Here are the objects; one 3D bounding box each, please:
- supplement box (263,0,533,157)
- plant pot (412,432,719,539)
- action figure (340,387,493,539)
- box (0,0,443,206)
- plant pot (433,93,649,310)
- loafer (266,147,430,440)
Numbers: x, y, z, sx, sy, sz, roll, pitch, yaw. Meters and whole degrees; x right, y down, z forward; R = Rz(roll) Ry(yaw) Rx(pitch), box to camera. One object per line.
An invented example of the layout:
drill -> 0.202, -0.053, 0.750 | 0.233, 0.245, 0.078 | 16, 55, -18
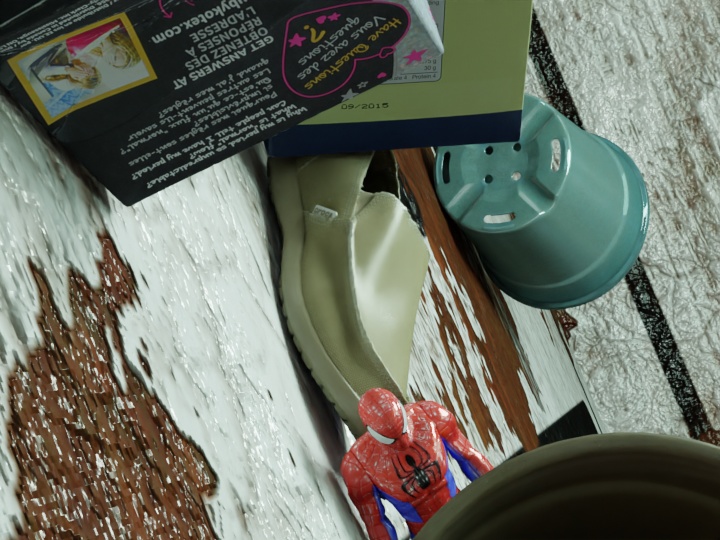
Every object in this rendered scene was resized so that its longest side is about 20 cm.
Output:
supplement box -> 0.004, -0.197, 0.901 | 0.201, 0.133, 0.201 | -107, -164, -54
plant pot -> 0.099, 0.183, 0.663 | 0.174, 0.198, 0.202 | 86, -15, -67
action figure -> 0.041, 0.120, 0.804 | 0.052, 0.065, 0.201 | 50, -8, 50
box -> -0.068, -0.150, 0.603 | 0.115, 0.131, 0.201 | 49, 20, -59
plant pot -> 0.178, -0.082, 1.814 | 0.196, 0.199, 0.202 | 34, 32, -61
loafer -> 0.000, 0.000, 0.851 | 0.076, 0.067, 0.201 | 57, 13, -47
